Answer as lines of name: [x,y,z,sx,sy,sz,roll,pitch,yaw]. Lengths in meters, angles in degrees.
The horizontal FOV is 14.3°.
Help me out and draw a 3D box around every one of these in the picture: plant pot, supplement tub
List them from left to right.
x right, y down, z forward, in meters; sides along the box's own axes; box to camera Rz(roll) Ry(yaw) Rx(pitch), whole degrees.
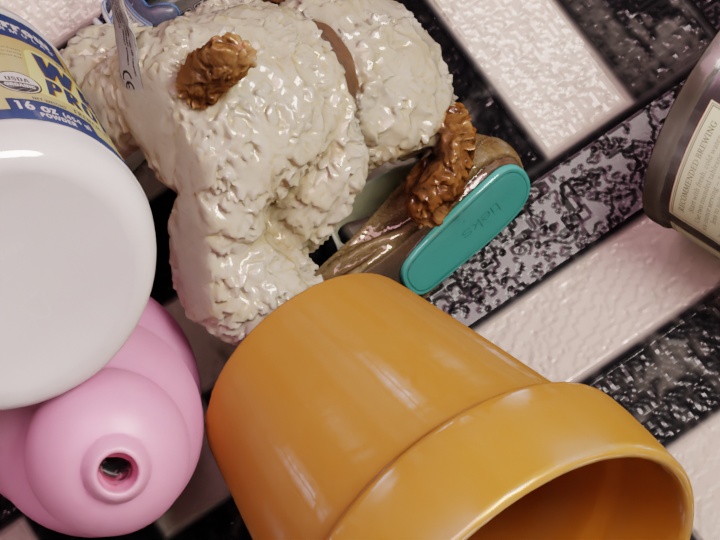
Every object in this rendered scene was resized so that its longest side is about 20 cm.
supplement tub: [-0.188,-0.042,1.347,0.144,0.145,0.200,-31,37,-3]
plant pot: [0.025,0.105,1.367,0.200,0.200,0.183,-39,55,-7]

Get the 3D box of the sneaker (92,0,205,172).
sneaker: [-0.120,-0.120,1.536,0.200,0.085,0.077,-42,67,-7]

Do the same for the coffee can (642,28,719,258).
coffee can: [0.259,-0.036,1.402,0.200,0.146,0.147,34,77,20]

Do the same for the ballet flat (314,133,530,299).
ballet flat: [0.000,0.000,1.481,0.200,0.068,0.072,-47,52,-9]

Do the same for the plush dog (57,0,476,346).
plush dog: [-0.033,-0.088,1.424,0.171,0.161,0.200,-23,67,-35]

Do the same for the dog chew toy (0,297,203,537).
dog chew toy: [-0.130,0.073,1.397,0.124,0.200,0.125,-3,102,-13]
